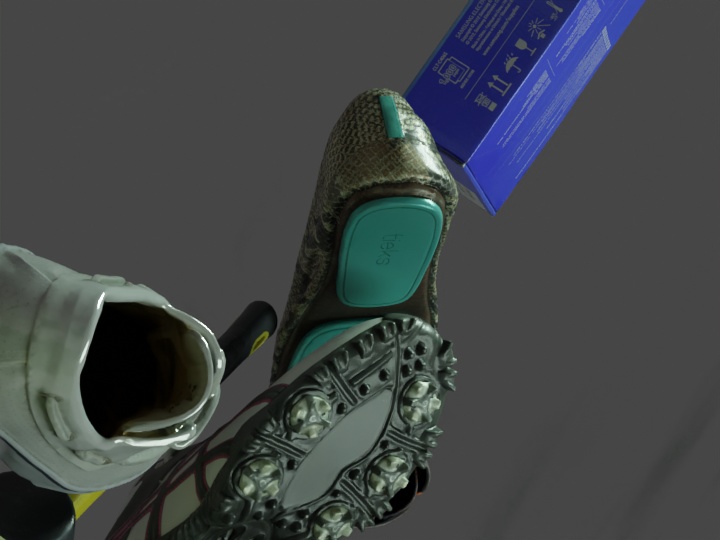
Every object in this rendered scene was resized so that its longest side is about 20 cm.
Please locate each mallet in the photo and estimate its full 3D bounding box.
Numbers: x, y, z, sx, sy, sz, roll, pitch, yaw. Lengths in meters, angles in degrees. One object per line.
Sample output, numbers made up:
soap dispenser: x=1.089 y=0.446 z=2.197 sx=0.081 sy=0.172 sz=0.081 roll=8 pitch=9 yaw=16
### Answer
mallet: x=-0.091 y=0.075 z=0.903 sx=0.200 sy=0.041 sz=0.066 roll=-41 pitch=159 yaw=-54

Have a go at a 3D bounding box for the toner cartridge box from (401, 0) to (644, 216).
toner cartridge box: x=0.093 y=-0.126 z=1.027 sx=0.200 sy=0.043 sz=0.095 roll=-55 pitch=165 yaw=-4

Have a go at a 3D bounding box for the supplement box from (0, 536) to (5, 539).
supplement box: x=-0.139 y=0.131 z=0.560 sx=0.134 sy=0.200 sz=0.200 roll=-56 pitch=164 yaw=1

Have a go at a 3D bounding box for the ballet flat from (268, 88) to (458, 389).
ballet flat: x=0.000 y=0.000 z=0.965 sx=0.200 sy=0.068 sz=0.075 roll=104 pitch=-18 yaw=-51

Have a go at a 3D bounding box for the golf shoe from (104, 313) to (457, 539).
golf shoe: x=-0.049 y=0.085 z=0.933 sx=0.200 sy=0.088 sz=0.077 roll=-47 pitch=127 yaw=3

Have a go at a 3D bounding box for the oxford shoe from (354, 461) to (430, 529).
oxford shoe: x=0.000 y=0.097 z=1.139 sx=0.071 sy=0.073 sz=0.200 roll=-60 pitch=164 yaw=11

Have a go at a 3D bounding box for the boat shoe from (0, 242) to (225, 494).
boat shoe: x=-0.080 y=0.036 z=0.762 sx=0.200 sy=0.070 sz=0.071 roll=56 pitch=48 yaw=-70
